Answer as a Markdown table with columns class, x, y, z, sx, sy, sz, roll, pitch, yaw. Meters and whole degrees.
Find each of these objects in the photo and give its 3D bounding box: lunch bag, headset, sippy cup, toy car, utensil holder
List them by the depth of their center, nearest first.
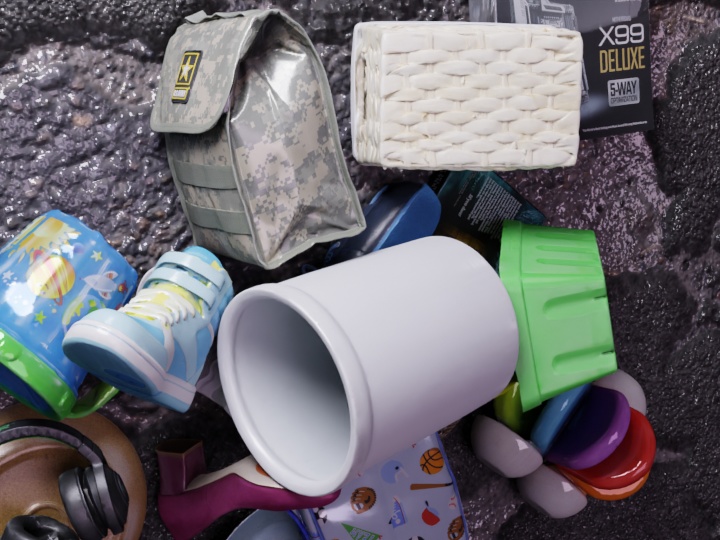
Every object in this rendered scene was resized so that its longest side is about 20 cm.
| class | x | y | z | sx | sy | sz | roll | pitch | yaw |
| --- | --- | --- | --- | --- | --- | --- | --- | --- | --- |
| sippy cup | -0.252 | 0.028 | 0.878 | 0.139 | 0.178 | 0.131 | 30 | 68 | 11 |
| headset | -0.241 | 0.207 | 0.907 | 0.123 | 0.094 | 0.200 | -42 | 104 | -3 |
| lunch bag | -0.097 | -0.116 | 0.913 | 0.117 | 0.164 | 0.201 | -23 | 108 | -26 |
| utensil holder | 0.009 | 0.071 | 0.916 | 0.200 | 0.170 | 0.171 | -19 | 108 | -41 |
| lunch bag | 0.009 | 0.216 | 1.035 | 0.160 | 0.076 | 0.201 | -25 | 109 | -17 |
| toy car | 0.228 | 0.165 | 1.148 | 0.200 | 0.150 | 0.175 | 43 | 77 | -27 |

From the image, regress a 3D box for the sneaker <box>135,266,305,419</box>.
| class | x | y | z | sx | sy | sz | roll | pitch | yaw |
| --- | --- | --- | --- | --- | --- | --- | --- | --- | --- |
| sneaker | -0.125 | 0.076 | 0.990 | 0.075 | 0.082 | 0.200 | -39 | 99 | 8 |

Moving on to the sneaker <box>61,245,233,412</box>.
| class | x | y | z | sx | sy | sz | roll | pitch | yaw |
| --- | --- | --- | --- | --- | --- | --- | --- | --- | --- |
| sneaker | -0.158 | 0.029 | 0.849 | 0.079 | 0.200 | 0.131 | 20 | 76 | 8 |

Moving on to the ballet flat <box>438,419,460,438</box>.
| class | x | y | z | sx | sy | sz | roll | pitch | yaw |
| --- | --- | --- | --- | --- | --- | --- | --- | --- | --- |
| ballet flat | 0.015 | 0.151 | 1.087 | 0.199 | 0.046 | 0.068 | 0 | 98 | -29 |

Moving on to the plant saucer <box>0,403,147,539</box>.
| class | x | y | z | sx | sy | sz | roll | pitch | yaw |
| --- | --- | --- | --- | --- | --- | --- | --- | --- | --- |
| plant saucer | -0.274 | 0.214 | 0.943 | 0.199 | 0.035 | 0.201 | -5 | 101 | -29 |

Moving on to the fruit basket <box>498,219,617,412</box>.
| class | x | y | z | sx | sy | sz | roll | pitch | yaw |
| --- | --- | --- | --- | --- | --- | --- | --- | --- | --- |
| fruit basket | 0.135 | 0.048 | 1.047 | 0.215 | 0.215 | 0.156 | -19 | 107 | -25 |

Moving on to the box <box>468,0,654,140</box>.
| class | x | y | z | sx | sy | sz | roll | pitch | yaw |
| --- | --- | --- | --- | --- | --- | --- | --- | --- | --- |
| box | 0.209 | -0.212 | 1.133 | 0.199 | 0.050 | 0.159 | -10 | 103 | -27 |

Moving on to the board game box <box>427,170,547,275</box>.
| class | x | y | z | sx | sy | sz | roll | pitch | yaw |
| --- | --- | --- | --- | --- | --- | --- | --- | --- | --- |
| board game box | 0.094 | -0.006 | 1.115 | 0.135 | 0.028 | 0.200 | 36 | 80 | -30 |

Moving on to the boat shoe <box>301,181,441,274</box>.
| class | x | y | z | sx | sy | sz | roll | pitch | yaw |
| --- | --- | --- | --- | --- | --- | --- | --- | --- | --- |
| boat shoe | 0.000 | 0.000 | 1.045 | 0.200 | 0.069 | 0.084 | -47 | 130 | -20 |

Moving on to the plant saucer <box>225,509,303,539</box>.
| class | x | y | z | sx | sy | sz | roll | pitch | yaw |
| --- | --- | --- | --- | --- | --- | --- | --- | --- | --- |
| plant saucer | -0.067 | 0.306 | 1.071 | 0.200 | 0.039 | 0.202 | -5 | 101 | -29 |

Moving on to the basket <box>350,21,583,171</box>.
| class | x | y | z | sx | sy | sz | roll | pitch | yaw |
| --- | --- | --- | --- | --- | --- | --- | --- | --- | --- |
| basket | 0.097 | -0.160 | 1.004 | 0.199 | 0.123 | 0.136 | -1 | 100 | -9 |

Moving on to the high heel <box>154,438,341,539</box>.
| class | x | y | z | sx | sy | sz | roll | pitch | yaw |
| --- | --- | --- | --- | --- | --- | --- | --- | --- | --- |
| high heel | -0.096 | 0.205 | 0.958 | 0.067 | 0.199 | 0.097 | -24 | 112 | -49 |
